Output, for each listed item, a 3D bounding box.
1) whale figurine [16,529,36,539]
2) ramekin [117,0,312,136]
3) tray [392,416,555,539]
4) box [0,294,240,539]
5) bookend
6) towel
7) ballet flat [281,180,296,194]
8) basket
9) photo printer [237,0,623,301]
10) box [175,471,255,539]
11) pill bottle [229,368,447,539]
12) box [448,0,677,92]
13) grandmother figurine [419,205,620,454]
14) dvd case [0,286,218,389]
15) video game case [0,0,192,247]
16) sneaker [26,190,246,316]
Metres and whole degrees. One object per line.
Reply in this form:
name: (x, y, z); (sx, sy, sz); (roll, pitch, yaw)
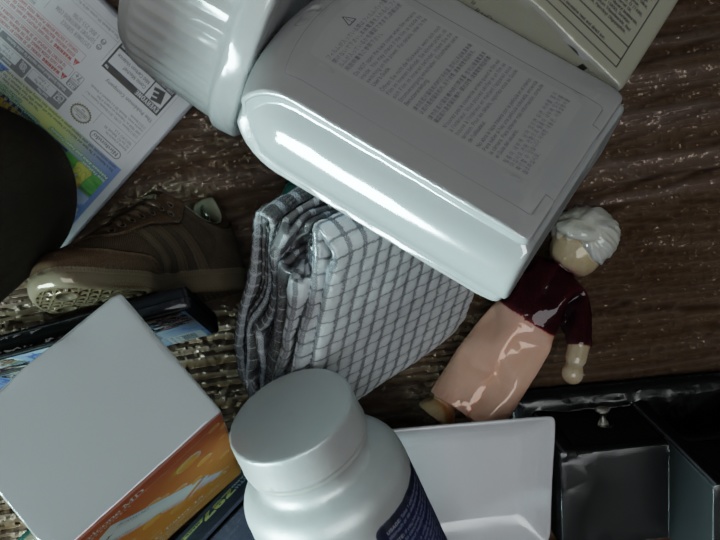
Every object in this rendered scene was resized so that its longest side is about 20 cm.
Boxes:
whale figurine: (-0.179, 0.247, 0.918); (0.198, 0.103, 0.161); (8, 81, -32)
ramekin: (-0.078, -0.197, 0.774); (0.094, 0.202, 0.204); (25, 99, 0)
tray: (0.041, 0.157, 0.877); (0.198, 0.022, 0.109); (-4, 110, -8)
box: (-0.156, 0.117, 0.774); (0.124, 0.200, 0.098); (-41, 77, -14)
bookend: (0.223, 0.152, 0.885); (0.198, 0.199, 0.093); (-5, 104, -5)
towel: (0.000, 0.000, 0.815); (0.165, 0.086, 0.201); (-28, 149, -30)
ballet flat: (-0.024, -0.069, 0.879); (0.075, 0.068, 0.202); (0, 110, -29)
basket: (-0.255, -0.043, 0.745); (0.135, 0.200, 0.182); (-21, 92, 5)
photo printer: (0.038, -0.091, 0.721); (0.199, 0.167, 0.070); (31, 140, 9)
box: (-0.032, 0.234, 0.917); (0.158, 0.051, 0.201); (-43, 107, -25)
pill bottle: (-0.008, 0.164, 0.787); (0.110, 0.111, 0.201); (-25, 121, -1)
box: (0.144, -0.217, 0.800); (0.128, 0.109, 0.201); (39, 70, -13)
grandmother figurine: (0.123, 0.035, 0.915); (0.121, 0.061, 0.201); (37, 91, 7)
dvd case: (-0.202, 0.052, 0.836); (0.198, 0.143, 0.018); (-15, 81, -2)
video game case: (-0.243, -0.126, 0.852); (0.200, 0.022, 0.182); (42, 95, -15)
sneaker: (-0.152, -0.014, 0.816); (0.070, 0.199, 0.076); (-17, 82, 26)
